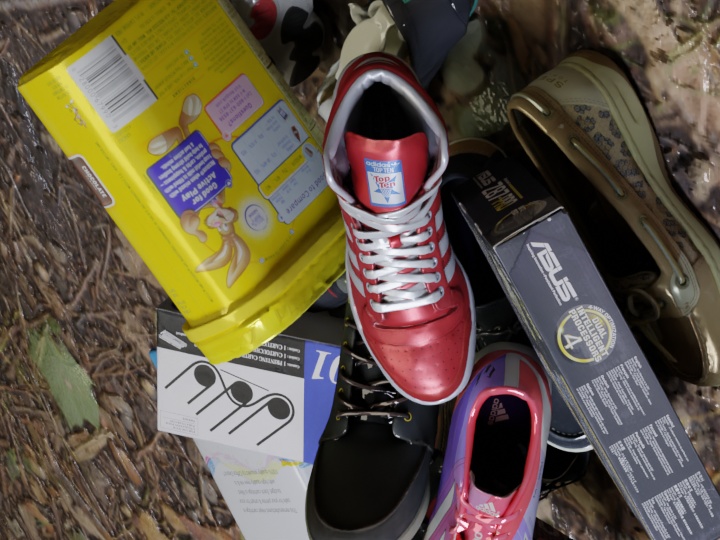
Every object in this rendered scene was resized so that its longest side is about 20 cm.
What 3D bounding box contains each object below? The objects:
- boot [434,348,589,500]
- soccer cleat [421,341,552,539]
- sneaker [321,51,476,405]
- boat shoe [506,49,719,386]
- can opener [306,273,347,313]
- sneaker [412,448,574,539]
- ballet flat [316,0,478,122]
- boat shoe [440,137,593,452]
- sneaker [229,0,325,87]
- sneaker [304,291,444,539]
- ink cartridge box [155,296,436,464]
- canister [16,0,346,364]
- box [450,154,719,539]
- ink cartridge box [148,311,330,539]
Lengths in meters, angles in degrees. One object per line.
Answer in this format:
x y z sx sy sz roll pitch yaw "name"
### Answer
0.095 0.137 1.499 0.097 0.075 0.200 29 139 47 "boot"
0.070 0.143 1.351 0.073 0.068 0.200 -64 -17 -77 "soccer cleat"
0.021 -0.020 1.282 0.112 0.071 0.200 -91 -11 -86 "sneaker"
0.142 -0.018 1.281 0.200 0.063 0.073 61 151 -6 "boat shoe"
0.000 0.000 1.528 0.079 0.063 0.200 61 152 -5 "can opener"
0.094 0.181 1.451 0.200 0.071 0.098 35 180 20 "sneaker"
0.009 -0.117 1.393 0.073 0.073 0.200 52 152 12 "ballet flat"
0.091 0.019 1.382 0.074 0.062 0.200 -21 99 17 "boat shoe"
-0.068 -0.194 1.436 0.083 0.081 0.200 54 151 31 "sneaker"
0.006 0.071 1.376 0.075 0.200 0.106 3 134 14 "sneaker"
-0.038 0.077 1.576 0.200 0.044 0.094 10 116 19 "ink cartridge box"
-0.091 -0.068 1.384 0.086 0.149 0.200 -22 108 47 "canister"
0.122 0.044 1.273 0.200 0.049 0.161 60 -176 -13 "box"
-0.050 0.123 1.707 0.144 0.085 0.200 -11 107 61 "ink cartridge box"
